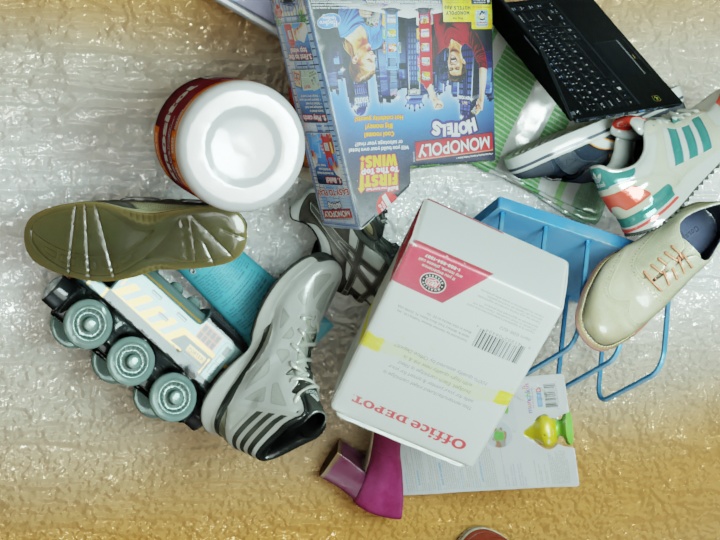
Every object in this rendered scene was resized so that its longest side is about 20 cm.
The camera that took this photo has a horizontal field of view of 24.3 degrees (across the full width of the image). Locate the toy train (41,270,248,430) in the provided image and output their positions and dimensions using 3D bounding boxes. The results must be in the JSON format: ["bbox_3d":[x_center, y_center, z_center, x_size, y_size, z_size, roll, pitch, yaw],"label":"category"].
[{"bbox_3d":[-0.201,0.059,1.569,0.200,0.085,0.114,43,73,-15],"label":"toy train"}]

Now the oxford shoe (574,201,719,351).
[{"bbox_3d":[0.273,-0.004,1.549,0.071,0.074,0.200,46,63,-4],"label":"oxford shoe"}]

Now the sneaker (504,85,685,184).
[{"bbox_3d":[0.241,-0.114,1.643,0.200,0.078,0.080,-21,97,-16],"label":"sneaker"}]

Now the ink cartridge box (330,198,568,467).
[{"bbox_3d":[0.077,0.058,1.488,0.145,0.083,0.200,24,123,-4],"label":"ink cartridge box"}]

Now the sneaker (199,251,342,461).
[{"bbox_3d":[-0.052,0.088,1.541,0.201,0.115,0.076,-58,143,-2],"label":"sneaker"}]

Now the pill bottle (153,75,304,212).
[{"bbox_3d":[-0.124,-0.117,1.498,0.113,0.200,0.113,-2,98,-15],"label":"pill bottle"}]

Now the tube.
[{"bbox_3d":[-0.117,0.017,1.602,0.077,0.050,0.200,-46,111,-1],"label":"tube"}]

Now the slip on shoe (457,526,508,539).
[{"bbox_3d":[0.183,0.334,1.721,0.200,0.061,0.074,38,85,-18],"label":"slip on shoe"}]

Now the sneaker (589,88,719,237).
[{"bbox_3d":[0.293,-0.126,1.588,0.200,0.070,0.093,-47,106,-23],"label":"sneaker"}]

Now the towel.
[{"bbox_3d":[0.183,-0.152,1.672,0.200,0.023,0.153,25,90,-17],"label":"towel"}]

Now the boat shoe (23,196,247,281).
[{"bbox_3d":[-0.200,-0.031,1.513,0.200,0.066,0.072,-3,97,3],"label":"boat shoe"}]

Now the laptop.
[{"bbox_3d":[0.189,-0.231,1.552,0.200,0.177,0.103,-11,140,-27],"label":"laptop"}]

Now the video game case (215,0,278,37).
[{"bbox_3d":[-0.060,-0.313,1.562,0.200,0.023,0.182,29,99,-14],"label":"video game case"}]

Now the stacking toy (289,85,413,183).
[{"bbox_3d":[-0.010,-0.188,1.523,0.146,0.146,0.200,-9,120,-14],"label":"stacking toy"}]

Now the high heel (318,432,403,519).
[{"bbox_3d":[0.048,0.155,1.633,0.096,0.067,0.200,31,120,-10],"label":"high heel"}]

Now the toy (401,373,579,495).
[{"bbox_3d":[0.116,0.160,1.663,0.199,0.047,0.115,-5,102,22],"label":"toy"}]

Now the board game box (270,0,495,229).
[{"bbox_3d":[0.023,-0.140,1.460,0.200,0.062,0.200,-6,98,-34],"label":"board game box"}]

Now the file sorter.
[{"bbox_3d":[0.185,0.034,1.617,0.200,0.139,0.123,18,64,-17],"label":"file sorter"}]

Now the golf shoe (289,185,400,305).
[{"bbox_3d":[0.000,0.000,1.626,0.094,0.078,0.200,-23,102,7],"label":"golf shoe"}]
